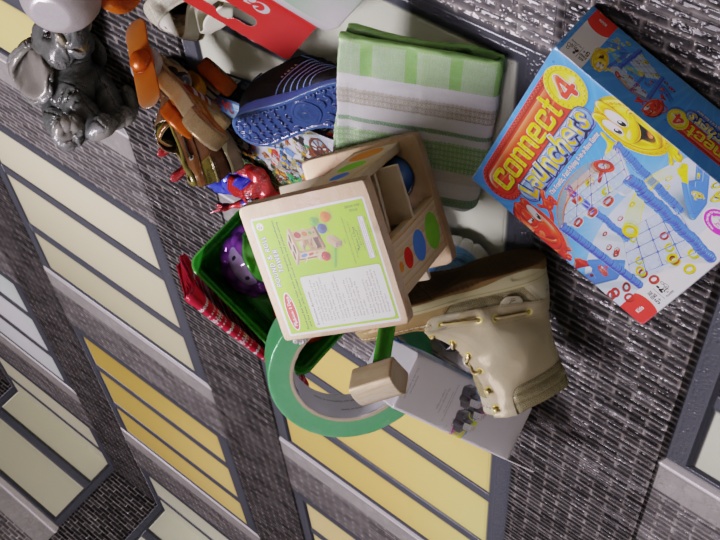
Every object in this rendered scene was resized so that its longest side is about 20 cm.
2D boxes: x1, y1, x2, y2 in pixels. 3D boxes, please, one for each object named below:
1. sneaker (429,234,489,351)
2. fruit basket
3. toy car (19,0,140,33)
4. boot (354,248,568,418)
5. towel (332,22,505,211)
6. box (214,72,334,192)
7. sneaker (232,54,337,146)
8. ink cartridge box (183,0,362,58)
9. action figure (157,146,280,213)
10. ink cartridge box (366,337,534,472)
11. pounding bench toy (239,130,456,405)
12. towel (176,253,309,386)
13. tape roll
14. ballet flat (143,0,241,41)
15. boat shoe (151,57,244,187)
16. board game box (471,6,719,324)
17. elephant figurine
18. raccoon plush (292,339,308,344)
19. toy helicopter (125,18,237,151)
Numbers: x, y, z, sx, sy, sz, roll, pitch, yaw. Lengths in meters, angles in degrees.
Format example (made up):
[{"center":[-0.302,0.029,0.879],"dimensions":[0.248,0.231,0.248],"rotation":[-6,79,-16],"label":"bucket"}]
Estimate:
[{"center":[0.113,0.060,1.133],"dimensions":[0.078,0.090,0.201],"rotation":[8,138,50],"label":"sneaker"},{"center":[-0.088,0.006,1.301],"dimensions":[0.215,0.156,0.216],"rotation":[43,171,8],"label":"fruit basket"},{"center":[-0.251,-0.334,1.036],"dimensions":[0.148,0.177,0.201],"rotation":[9,148,0],"label":"toy car"},{"center":[0.099,0.077,1.052],"dimensions":[0.073,0.197,0.157],"rotation":[-110,4,-68],"label":"boot"},{"center":[0.049,-0.135,0.972],"dimensions":[0.147,0.031,0.201],"rotation":[10,145,4],"label":"towel"},{"center":[-0.073,-0.129,1.185],"dimensions":[0.199,0.038,0.138],"rotation":[25,147,34],"label":"box"},{"center":[-0.034,-0.177,1.036],"dimensions":[0.198,0.079,0.070],"rotation":[-5,142,28],"label":"sneaker"},{"center":[-0.093,-0.255,0.935],"dimensions":[0.160,0.051,0.200],"rotation":[27,147,-20],"label":"ink cartridge box"},{"center":[-0.159,-0.104,1.252],"dimensions":[0.198,0.052,0.066],"rotation":[19,141,37],"label":"action figure"},{"center":[0.111,0.149,1.212],"dimensions":[0.198,0.068,0.115],"rotation":[27,179,-21],"label":"ink cartridge box"},{"center":[0.008,-0.001,0.962],"dimensions":[0.123,0.156,0.202],"rotation":[-10,108,28],"label":"pounding bench toy"},{"center":[-0.151,0.064,1.354],"dimensions":[0.200,0.023,0.145],"rotation":[40,-175,-23],"label":"towel"},{"center":[-0.014,0.106,1.272],"dimensions":[0.048,0.198,0.202],"rotation":[-108,-8,-58],"label":"tape roll"},{"center":[-0.169,-0.265,1.083],"dimensions":[0.199,0.067,0.063],"rotation":[-11,81,58],"label":"ballet flat"},{"center":[-0.207,-0.172,1.223],"dimensions":[0.200,0.067,0.072],"rotation":[51,164,38],"label":"boat shoe"},{"center":[0.206,-0.074,0.851],"dimensions":[0.195,0.056,0.200],"rotation":[41,153,7],"label":"board game box"},{"center":[-0.369,-0.263,1.345],"dimensions":[0.142,0.153,0.202],"rotation":[-84,-27,-69],"label":"elephant figurine"},{"center":[0.000,0.000,1.112],"dimensions":[0.097,0.200,0.134],"rotation":[44,170,29],"label":"raccoon plush"},{"center":[-0.178,-0.177,1.073],"dimensions":[0.132,0.079,0.200],"rotation":[40,-172,-34],"label":"toy helicopter"}]
